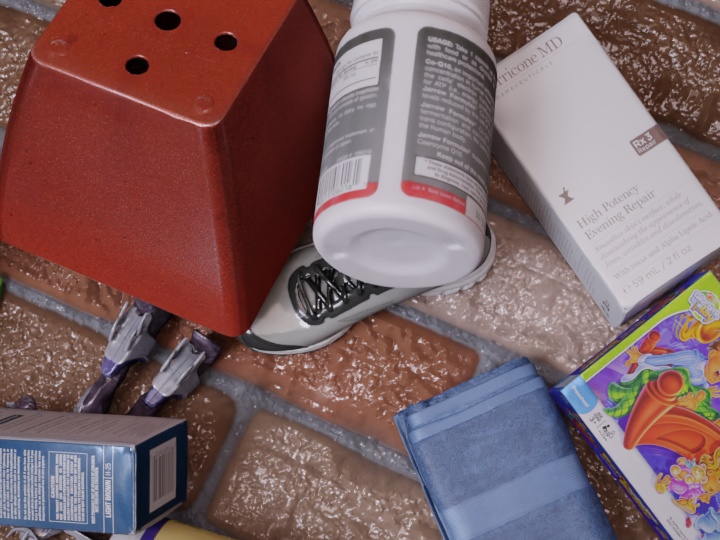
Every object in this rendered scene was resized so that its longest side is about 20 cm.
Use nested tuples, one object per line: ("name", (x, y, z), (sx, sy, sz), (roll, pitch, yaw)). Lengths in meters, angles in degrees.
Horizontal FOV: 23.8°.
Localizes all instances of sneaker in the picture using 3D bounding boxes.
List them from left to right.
("sneaker", (0.000, 0.000, 1.209), (0.199, 0.079, 0.074), (-22, 79, -1))

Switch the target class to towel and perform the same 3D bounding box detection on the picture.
("towel", (0.110, 0.169, 1.180), (0.111, 0.049, 0.201), (-22, 76, -6))

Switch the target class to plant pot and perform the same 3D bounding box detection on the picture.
("plant pot", (-0.127, -0.111, 1.154), (0.199, 0.177, 0.201), (21, 59, 11))

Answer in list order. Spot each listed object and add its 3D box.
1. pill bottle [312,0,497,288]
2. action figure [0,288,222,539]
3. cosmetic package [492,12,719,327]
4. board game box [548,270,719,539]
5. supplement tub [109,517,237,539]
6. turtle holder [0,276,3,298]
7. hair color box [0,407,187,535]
("pill bottle", (0.034, -0.100, 1.146), (0.113, 0.114, 0.201), (5, 64, 4))
("action figure", (-0.185, 0.114, 1.198), (0.130, 0.069, 0.201), (34, 84, 4))
("cosmetic package", (0.168, -0.071, 1.220), (0.101, 0.074, 0.201), (-34, 79, -5))
("board game box", (0.244, 0.121, 1.168), (0.134, 0.045, 0.200), (-38, 89, -6))
("supplement tub", (-0.080, 0.253, 1.120), (0.199, 0.145, 0.146), (16, 78, 6))
("turtle holder", (-0.331, 0.003, 1.206), (0.131, 0.186, 0.141), (13, 46, 5))
("hair color box", (-0.223, 0.129, 1.123), (0.198, 0.100, 0.061), (2, 95, 14))
